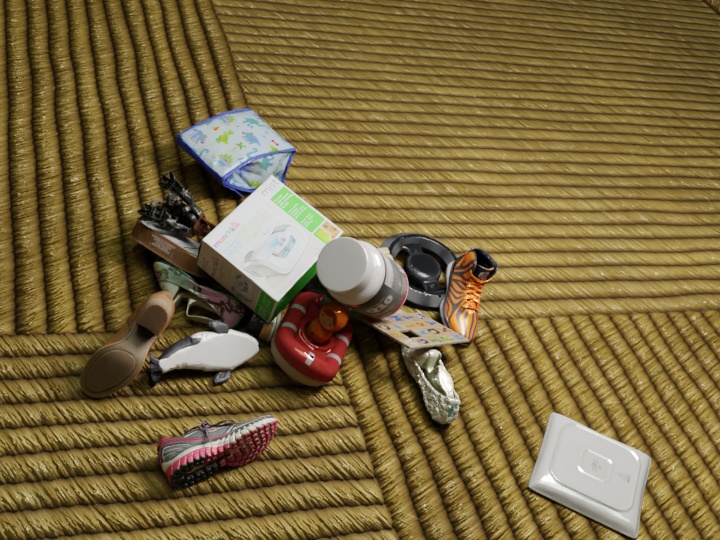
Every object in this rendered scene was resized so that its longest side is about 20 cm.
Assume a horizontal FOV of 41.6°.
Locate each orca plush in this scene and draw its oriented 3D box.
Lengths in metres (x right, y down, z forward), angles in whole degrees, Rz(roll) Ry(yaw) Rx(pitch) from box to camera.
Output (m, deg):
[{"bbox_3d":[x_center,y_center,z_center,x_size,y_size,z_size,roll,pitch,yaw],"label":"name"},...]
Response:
[{"bbox_3d":[-0.277,0.150,1.631,0.199,0.071,0.106,-28,101,-30],"label":"orca plush"}]

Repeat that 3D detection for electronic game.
[{"bbox_3d":[0.127,-0.001,1.953,0.199,0.042,0.201,11,47,-12],"label":"electronic game"}]

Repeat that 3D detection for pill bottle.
[{"bbox_3d":[0.003,0.013,1.673,0.114,0.114,0.200,39,3,25],"label":"pill bottle"}]

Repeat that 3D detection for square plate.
[{"bbox_3d":[0.408,0.347,1.661,0.197,0.029,0.200,24,40,9],"label":"square plate"}]

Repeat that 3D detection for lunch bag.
[{"bbox_3d":[-0.270,-0.248,2.030,0.170,0.128,0.199,41,35,26],"label":"lunch bag"}]

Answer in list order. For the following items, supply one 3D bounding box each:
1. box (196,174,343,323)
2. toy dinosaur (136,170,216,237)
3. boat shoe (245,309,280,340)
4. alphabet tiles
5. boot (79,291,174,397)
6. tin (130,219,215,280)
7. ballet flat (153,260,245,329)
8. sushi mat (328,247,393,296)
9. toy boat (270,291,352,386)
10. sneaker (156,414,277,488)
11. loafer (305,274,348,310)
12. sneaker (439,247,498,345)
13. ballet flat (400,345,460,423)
[{"bbox_3d":[-0.163,-0.040,1.712,0.176,0.097,0.200,39,58,6],"label":"box"},{"bbox_3d":[-0.332,-0.108,1.783,0.199,0.136,0.103,-2,62,31],"label":"toy dinosaur"},{"bbox_3d":[-0.183,0.044,1.761,0.062,0.075,0.201,12,44,-16],"label":"boat shoe"},{"bbox_3d":[0.080,0.098,1.780,0.167,0.008,0.200,-2,23,-45],"label":"alphabet tiles"},{"bbox_3d":[-0.380,0.119,1.586,0.074,0.200,0.155,45,1,-11],"label":"boot"},{"bbox_3d":[-0.343,-0.042,1.782,0.199,0.042,0.112,30,14,22],"label":"tin"},{"bbox_3d":[-0.306,0.050,1.722,0.199,0.069,0.071,27,66,11],"label":"ballet flat"},{"bbox_3d":[0.000,0.000,1.833,0.199,0.012,0.096,-6,55,-41],"label":"sushi mat"},{"bbox_3d":[-0.069,0.105,1.669,0.130,0.131,0.200,34,38,-9],"label":"toy boat"},{"bbox_3d":[-0.219,0.264,1.483,0.199,0.081,0.075,-15,47,-33],"label":"sneaker"},{"bbox_3d":[-0.079,0.013,1.838,0.201,0.070,0.070,59,14,21],"label":"loafer"},{"bbox_3d":[0.214,0.040,1.855,0.077,0.112,0.201,16,54,-23],"label":"sneaker"},{"bbox_3d":[0.133,0.184,1.709,0.071,0.072,0.201,-2,42,-23],"label":"ballet flat"}]
